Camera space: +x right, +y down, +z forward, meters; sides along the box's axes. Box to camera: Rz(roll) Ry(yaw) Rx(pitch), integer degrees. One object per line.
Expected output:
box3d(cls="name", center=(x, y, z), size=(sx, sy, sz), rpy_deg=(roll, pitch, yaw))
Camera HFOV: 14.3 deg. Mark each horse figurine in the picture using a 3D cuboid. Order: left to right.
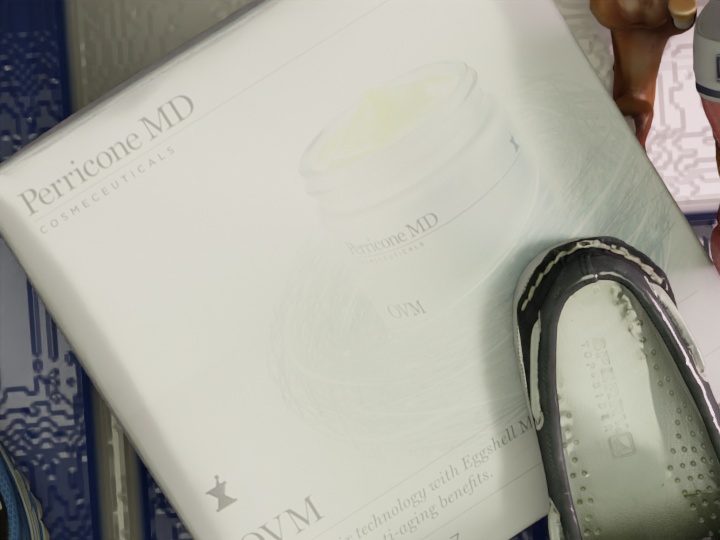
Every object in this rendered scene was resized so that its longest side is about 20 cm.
box3d(cls="horse figurine", center=(0.090, -0.143, 1.021), size=(0.050, 0.133, 0.200), rpy_deg=(-12, 79, 4))

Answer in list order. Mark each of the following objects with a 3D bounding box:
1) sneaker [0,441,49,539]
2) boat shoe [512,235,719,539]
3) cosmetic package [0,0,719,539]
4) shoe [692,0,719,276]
box3d(cls="sneaker", center=(-0.169, 0.038, 1.001), size=(0.078, 0.089, 0.200), rpy_deg=(-32, 95, -6))
box3d(cls="boat shoe", center=(0.094, 0.088, 0.926), size=(0.075, 0.060, 0.200), rpy_deg=(-22, 95, 1))
box3d(cls="cosmetic package", center=(0.000, 0.000, 1.004), size=(0.199, 0.123, 0.200), rpy_deg=(-33, 94, -5))
box3d(cls="shoe", center=(0.156, -0.061, 1.000), size=(0.071, 0.200, 0.091), rpy_deg=(1, 110, 17))
